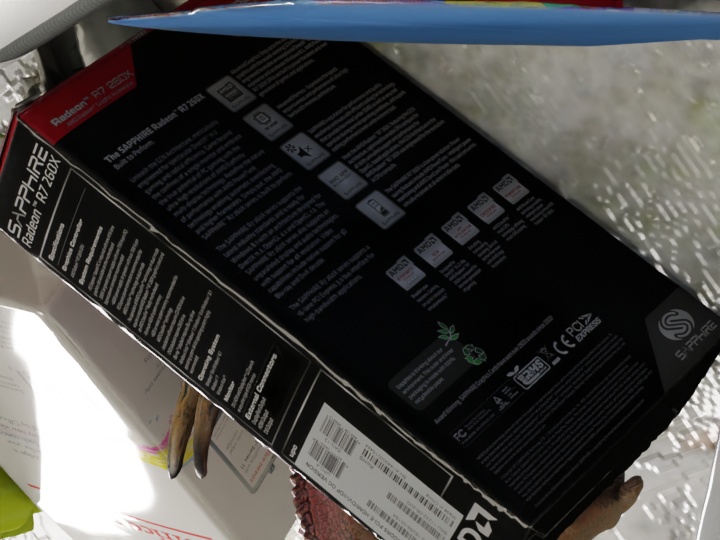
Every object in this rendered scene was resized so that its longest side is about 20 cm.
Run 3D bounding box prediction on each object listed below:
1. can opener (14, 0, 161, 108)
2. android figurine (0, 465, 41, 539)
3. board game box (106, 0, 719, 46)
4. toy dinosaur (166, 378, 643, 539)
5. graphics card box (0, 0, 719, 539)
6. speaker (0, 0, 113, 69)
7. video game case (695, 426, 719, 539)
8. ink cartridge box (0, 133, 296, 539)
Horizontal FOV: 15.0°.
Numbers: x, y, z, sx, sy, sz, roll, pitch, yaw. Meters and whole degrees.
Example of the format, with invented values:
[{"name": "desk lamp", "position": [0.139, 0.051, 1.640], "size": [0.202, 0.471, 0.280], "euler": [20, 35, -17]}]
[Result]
[{"name": "can opener", "position": [-0.114, -0.118, 0.921], "size": [0.066, 0.053, 0.200], "euler": [-21, 111, 14]}, {"name": "android figurine", "position": [-0.214, 0.092, 1.067], "size": [0.182, 0.200, 0.041], "euler": [1, 97, 45]}, {"name": "board game box", "position": [0.028, -0.083, 0.723], "size": [0.200, 0.158, 0.039], "euler": [5, 94, 63]}, {"name": "toy dinosaur", "position": [0.005, 0.067, 0.867], "size": [0.086, 0.135, 0.200], "euler": [-58, 37, 30]}, {"name": "graphics card box", "position": [0.000, 0.000, 0.838], "size": [0.200, 0.125, 0.051], "euler": [37, 133, 13]}, {"name": "speaker", "position": [-0.078, -0.107, 0.703], "size": [0.081, 0.081, 0.200], "euler": [56, 154, -9]}, {"name": "video game case", "position": [0.195, 0.072, 0.794], "size": [0.200, 0.022, 0.183], "euler": [28, 138, 24]}, {"name": "ink cartridge box", "position": [-0.086, 0.040, 0.974], "size": [0.117, 0.067, 0.200], "euler": [12, 149, 38]}]
